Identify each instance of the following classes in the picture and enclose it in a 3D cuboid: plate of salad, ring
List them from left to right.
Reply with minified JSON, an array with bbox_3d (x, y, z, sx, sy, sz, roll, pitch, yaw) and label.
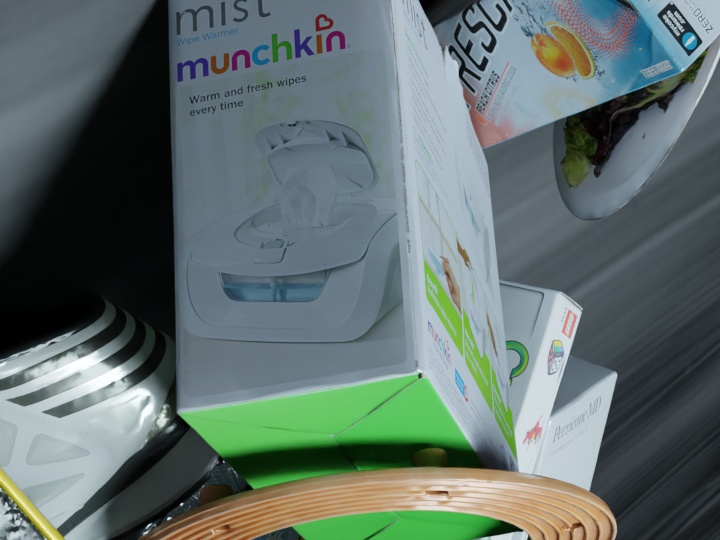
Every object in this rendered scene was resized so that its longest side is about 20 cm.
[{"bbox_3d":[0.003,0.109,0.802,0.198,0.019,0.201,-6,156,-2],"label":"ring"},{"bbox_3d":[0.126,-0.123,0.941,0.200,0.048,0.202,-164,-90,-75],"label":"plate of salad"}]

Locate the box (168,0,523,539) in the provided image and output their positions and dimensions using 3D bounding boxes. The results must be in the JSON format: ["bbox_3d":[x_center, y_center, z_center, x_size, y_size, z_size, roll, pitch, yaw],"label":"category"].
[{"bbox_3d":[0.000,0.000,0.800,0.200,0.096,0.178,56,26,-63],"label":"box"}]

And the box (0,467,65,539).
[{"bbox_3d":[-0.174,0.168,0.697,0.200,0.049,0.160,-44,113,-18],"label":"box"}]

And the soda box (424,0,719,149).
[{"bbox_3d":[0.084,-0.106,0.839,0.068,0.064,0.200,-45,-170,-22],"label":"soda box"}]

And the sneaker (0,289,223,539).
[{"bbox_3d":[-0.155,0.077,0.779,0.200,0.076,0.115,-39,118,12],"label":"sneaker"}]

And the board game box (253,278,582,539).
[{"bbox_3d":[0.016,0.095,0.940,0.035,0.125,0.202,34,71,-56],"label":"board game box"}]

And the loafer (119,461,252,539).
[{"bbox_3d":[-0.110,0.162,0.961,0.072,0.063,0.201,39,72,-37],"label":"loafer"}]

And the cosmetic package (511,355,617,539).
[{"bbox_3d":[0.064,0.145,1.032,0.101,0.071,0.202,-23,127,-61],"label":"cosmetic package"}]
